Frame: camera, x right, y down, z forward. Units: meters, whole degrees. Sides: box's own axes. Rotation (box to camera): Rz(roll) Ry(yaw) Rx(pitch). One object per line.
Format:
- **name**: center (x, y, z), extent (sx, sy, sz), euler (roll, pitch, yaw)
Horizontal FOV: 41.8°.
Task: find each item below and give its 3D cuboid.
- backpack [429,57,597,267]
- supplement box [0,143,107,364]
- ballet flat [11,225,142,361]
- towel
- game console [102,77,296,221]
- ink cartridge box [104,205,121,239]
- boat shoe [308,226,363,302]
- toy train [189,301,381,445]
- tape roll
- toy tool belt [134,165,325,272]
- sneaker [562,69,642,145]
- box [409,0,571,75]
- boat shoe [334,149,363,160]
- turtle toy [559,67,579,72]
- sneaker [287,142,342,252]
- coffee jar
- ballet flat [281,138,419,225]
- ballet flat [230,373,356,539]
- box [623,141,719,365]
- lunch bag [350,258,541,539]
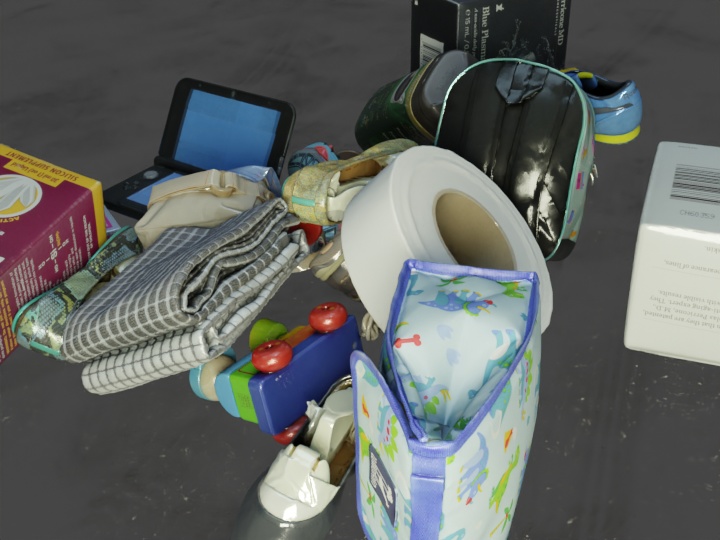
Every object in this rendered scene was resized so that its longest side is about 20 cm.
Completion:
- **backpack**: center (0.164, -0.120, 1.006), extent (0.174, 0.203, 0.153), euler (14, 13, 25)
- **supplement box**: center (-0.355, -0.015, 0.910), extent (0.129, 0.104, 0.201), euler (20, 44, 12)
- **ballet flat**: center (-0.257, 0.025, 0.933), extent (0.073, 0.075, 0.200), euler (10, 35, 20)
- **towel**: center (-0.152, 0.015, 0.840), extent (0.164, 0.086, 0.200), euler (-21, 18, 35)
- **game console**: center (-0.198, -0.137, 1.133), extent (0.198, 0.120, 0.170), euler (18, 36, 30)
- **ink cartridge box**: center (-0.374, -0.032, 1.047), extent (0.198, 0.042, 0.119), euler (-19, 34, -23)
- **boat shoe**: center (0.000, 0.000, 0.916), extent (0.073, 0.075, 0.200), euler (44, 9, 2)
- **toy train**: center (-0.049, 0.065, 0.838), extent (0.115, 0.086, 0.199), euler (7, 29, 40)
- **tape roll**: center (0.080, -0.009, 0.839), extent (0.201, 0.071, 0.204), euler (29, 42, -29)
- **toy tool belt**: center (-0.128, -0.061, 0.990), extent (0.197, 0.126, 0.123), euler (-10, 30, 13)
- **sneaker**: center (0.225, -0.200, 1.069), extent (0.198, 0.079, 0.066), euler (17, 51, 35)
- **box**: center (0.177, -0.302, 1.309), extent (0.198, 0.199, 0.117), euler (-19, 35, -26)
- **boat shoe**: center (0.016, -0.105, 1.117), extent (0.071, 0.068, 0.200), euler (-13, 32, -17)
- **turtle toy**: center (0.223, -0.166, 1.173), extent (0.144, 0.102, 0.201), euler (-14, 32, 8)
- **sneaker**: center (-0.056, -0.085, 1.078), extent (0.094, 0.080, 0.200), euler (-16, 33, -19)
- **coffee jar**: center (0.076, -0.196, 1.154), extent (0.105, 0.085, 0.199), euler (-59, 19, -17)
- **ballet flat**: center (0.012, -0.084, 0.928), extent (0.070, 0.072, 0.199), euler (26, 32, 38)
- **ballet flat**: center (-0.036, 0.144, 0.704), extent (0.072, 0.074, 0.200), euler (12, 34, 22)
- **box**: center (0.362, -0.015, 0.887), extent (0.197, 0.132, 0.199), euler (10, 33, 18)
- **lunch bag**: center (0.058, 0.116, 0.648), extent (0.126, 0.172, 0.201), euler (4, 33, 9)
